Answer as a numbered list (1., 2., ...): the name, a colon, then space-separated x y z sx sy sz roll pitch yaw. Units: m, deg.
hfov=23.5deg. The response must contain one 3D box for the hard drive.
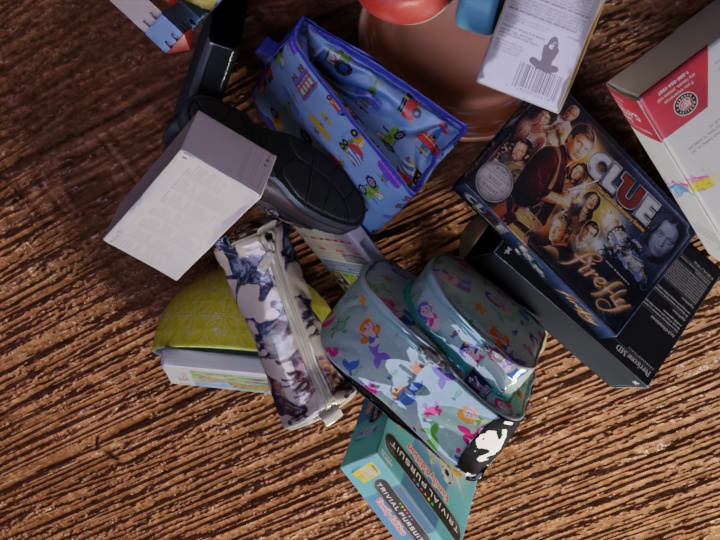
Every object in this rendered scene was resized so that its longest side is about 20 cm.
1. hard drive: -0.150 -0.166 1.633 0.033 0.140 0.201 17 126 -10

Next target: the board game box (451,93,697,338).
1. board game box: 0.197 -0.056 1.572 0.200 0.136 0.035 44 163 -11

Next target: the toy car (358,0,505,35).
1. toy car: 0.039 -0.295 1.437 0.183 0.200 0.178 19 99 7

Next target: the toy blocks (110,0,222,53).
1. toy blocks: -0.176 -0.267 1.525 0.137 0.200 0.100 42 115 -7

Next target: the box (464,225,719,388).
1. box: 0.220 -0.004 1.635 0.200 0.141 0.079 41 162 -12

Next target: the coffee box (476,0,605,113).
1. coffee box: 0.173 -0.246 1.473 0.079 0.114 0.201 21 104 4

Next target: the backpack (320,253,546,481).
1. backpack: 0.067 0.072 1.586 0.199 0.178 0.151 33 108 3

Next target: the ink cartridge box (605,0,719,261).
1. ink cartridge box: 0.334 -0.121 1.533 0.145 0.083 0.201 -36 111 -3

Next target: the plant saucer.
1. plant saucer: 0.098 -0.215 1.598 0.199 0.038 0.201 8 125 11

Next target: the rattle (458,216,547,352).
1. rattle: 0.120 -0.011 1.732 0.129 0.143 0.202 -11 103 -9

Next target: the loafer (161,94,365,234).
1. loafer: -0.088 -0.090 1.578 0.199 0.072 0.063 32 139 -20

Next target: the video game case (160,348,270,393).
1. video game case: -0.101 0.109 1.778 0.198 0.182 0.022 6 81 -2

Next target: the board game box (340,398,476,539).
1. board game box: 0.060 0.185 1.772 0.047 0.200 0.151 -25 114 27

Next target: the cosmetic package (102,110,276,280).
1. cosmetic package: -0.155 -0.064 1.546 0.082 0.051 0.200 28 148 -16

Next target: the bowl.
1. bowl: -0.110 0.040 1.765 0.199 0.200 0.109 2 81 13

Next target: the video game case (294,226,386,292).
1. video game case: 0.000 0.000 1.722 0.200 0.018 0.143 53 164 -20

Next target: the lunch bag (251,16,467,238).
1. lunch bag: -0.022 -0.142 1.622 0.200 0.094 0.151 41 156 -3

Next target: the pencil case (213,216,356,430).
1. pencil case: -0.070 0.049 1.622 0.077 0.089 0.201 -22 93 -8
